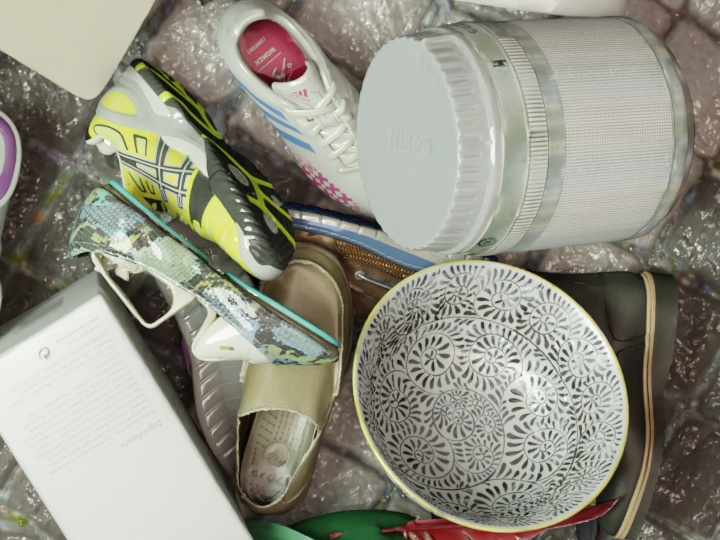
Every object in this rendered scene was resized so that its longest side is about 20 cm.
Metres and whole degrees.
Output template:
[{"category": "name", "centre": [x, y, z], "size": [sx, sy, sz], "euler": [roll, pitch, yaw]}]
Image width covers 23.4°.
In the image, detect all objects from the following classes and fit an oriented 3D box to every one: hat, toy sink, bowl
[{"category": "hat", "centre": [0.036, 0.186, 1.284], "size": [0.200, 0.166, 0.176], "euler": [41, 65, -6]}, {"category": "toy sink", "centre": [-0.221, -0.234, 1.161], "size": [0.200, 0.112, 0.130], "euler": [31, 124, -8]}, {"category": "bowl", "centre": [0.079, 0.102, 1.230], "size": [0.200, 0.094, 0.201], "euler": [7, 63, -14]}]

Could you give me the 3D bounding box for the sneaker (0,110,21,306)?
[{"category": "sneaker", "centre": [-0.279, -0.011, 1.199], "size": [0.075, 0.100, 0.201], "euler": [18, 81, -15]}]

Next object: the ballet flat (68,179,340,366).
[{"category": "ballet flat", "centre": [-0.109, 0.021, 1.160], "size": [0.200, 0.074, 0.074], "euler": [35, 91, 4]}]

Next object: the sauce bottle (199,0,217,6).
[{"category": "sauce bottle", "centre": [-0.134, -0.284, 1.212], "size": [0.065, 0.065, 0.200], "euler": [-23, 101, -5]}]

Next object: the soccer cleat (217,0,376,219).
[{"category": "soccer cleat", "centre": [-0.030, -0.109, 1.237], "size": [0.070, 0.086, 0.200], "euler": [-44, 101, -1]}]

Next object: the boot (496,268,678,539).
[{"category": "boot", "centre": [0.157, 0.096, 1.304], "size": [0.138, 0.077, 0.201], "euler": [7, 83, -5]}]

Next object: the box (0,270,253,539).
[{"category": "box", "centre": [-0.175, 0.117, 1.210], "size": [0.106, 0.152, 0.200], "euler": [-31, 100, -5]}]

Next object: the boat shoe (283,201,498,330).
[{"category": "boat shoe", "centre": [0.000, 0.000, 1.263], "size": [0.199, 0.072, 0.073], "euler": [14, 96, -10]}]

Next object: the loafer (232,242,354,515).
[{"category": "loafer", "centre": [-0.047, 0.081, 1.217], "size": [0.076, 0.067, 0.201], "euler": [7, 99, 0]}]

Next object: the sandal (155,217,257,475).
[{"category": "sandal", "centre": [-0.099, 0.053, 1.268], "size": [0.082, 0.050, 0.203], "euler": [-21, 105, -22]}]

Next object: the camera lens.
[{"category": "camera lens", "centre": [0.117, -0.094, 1.203], "size": [0.199, 0.160, 0.161], "euler": [-6, 98, -27]}]

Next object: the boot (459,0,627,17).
[{"category": "boot", "centre": [0.100, -0.236, 1.247], "size": [0.199, 0.073, 0.091], "euler": [7, 102, -9]}]

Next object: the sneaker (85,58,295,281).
[{"category": "sneaker", "centre": [-0.118, -0.058, 1.211], "size": [0.076, 0.075, 0.200], "euler": [-46, 60, 11]}]

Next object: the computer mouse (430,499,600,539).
[{"category": "computer mouse", "centre": [0.114, 0.165, 1.313], "size": [0.140, 0.046, 0.201], "euler": [-6, 98, -6]}]
